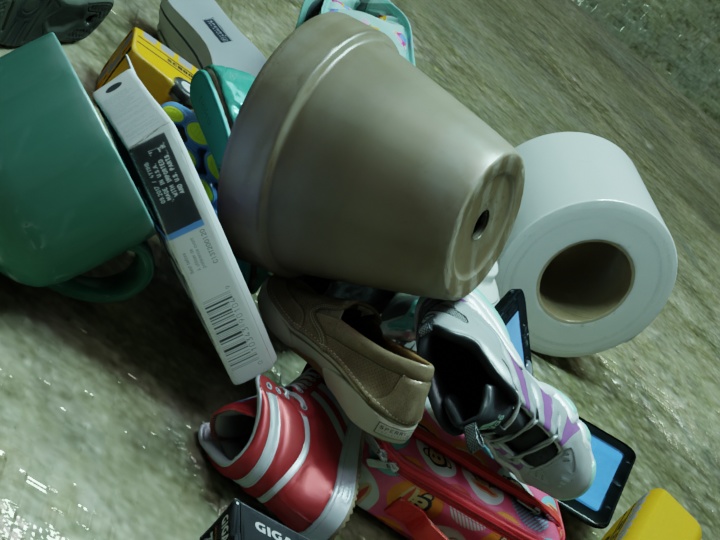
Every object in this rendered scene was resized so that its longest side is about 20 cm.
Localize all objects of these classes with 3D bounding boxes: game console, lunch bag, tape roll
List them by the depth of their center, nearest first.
[{"bbox_3d":[0.068,0.163,1.215,0.199,0.082,0.177,32,29,-23],"label":"lunch bag"},{"bbox_3d":[0.178,0.120,1.406,0.200,0.115,0.178,-37,121,-68],"label":"game console"},{"bbox_3d":[-0.023,-0.179,1.521,0.121,0.172,0.201,15,31,-14],"label":"lunch bag"},{"bbox_3d":[0.226,-0.027,1.646,0.202,0.203,0.140,31,24,-26],"label":"tape roll"}]

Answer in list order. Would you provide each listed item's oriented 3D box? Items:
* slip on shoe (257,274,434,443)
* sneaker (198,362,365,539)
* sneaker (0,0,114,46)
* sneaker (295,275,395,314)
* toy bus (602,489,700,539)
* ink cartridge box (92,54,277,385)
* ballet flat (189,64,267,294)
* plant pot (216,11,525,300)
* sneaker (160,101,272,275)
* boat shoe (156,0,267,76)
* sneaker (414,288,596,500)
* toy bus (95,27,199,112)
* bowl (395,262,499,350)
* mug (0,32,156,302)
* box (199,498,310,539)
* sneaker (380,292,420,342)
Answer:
[{"bbox_3d":[-0.011,0.047,1.123,0.075,0.061,0.200,18,19,-34],"label":"slip on shoe"},{"bbox_3d":[-0.055,0.101,1.119,0.112,0.071,0.201,38,25,-20],"label":"sneaker"},{"bbox_3d":[-0.302,-0.257,1.329,0.114,0.076,0.199,44,19,7],"label":"sneaker"},{"bbox_3d":[-0.002,-0.002,1.301,0.060,0.105,0.200,34,39,14],"label":"sneaker"},{"bbox_3d":[0.231,0.258,1.294,0.065,0.078,0.200,46,22,7],"label":"toy bus"},{"bbox_3d":[-0.134,-0.043,1.130,0.200,0.043,0.200,68,-7,-26],"label":"ink cartridge box"},{"bbox_3d":[-0.085,-0.079,1.254,0.070,0.067,0.202,-3,68,-30],"label":"ballet flat"},{"bbox_3d":[0.019,-0.064,1.127,0.172,0.202,0.199,27,15,23],"label":"plant pot"},{"bbox_3d":[-0.109,-0.065,1.337,0.199,0.071,0.083,42,10,-9],"label":"sneaker"},{"bbox_3d":[-0.143,-0.195,1.499,0.071,0.066,0.200,-18,58,-40],"label":"boat shoe"},{"bbox_3d":[0.100,0.110,1.125,0.200,0.078,0.140,49,18,-7],"label":"sneaker"},{"bbox_3d":[-0.141,-0.130,1.386,0.199,0.065,0.079,34,22,-21],"label":"toy bus"},{"bbox_3d":[0.071,0.004,1.471,0.200,0.094,0.201,37,23,-18],"label":"bowl"},{"bbox_3d":[-0.216,-0.053,1.040,0.187,0.114,0.152,63,-7,-6],"label":"mug"},{"bbox_3d":[-0.010,0.261,0.946,0.199,0.050,0.199,34,25,-23],"label":"box"},{"bbox_3d":[0.054,0.015,1.291,0.077,0.093,0.200,1,0,3],"label":"sneaker"}]
